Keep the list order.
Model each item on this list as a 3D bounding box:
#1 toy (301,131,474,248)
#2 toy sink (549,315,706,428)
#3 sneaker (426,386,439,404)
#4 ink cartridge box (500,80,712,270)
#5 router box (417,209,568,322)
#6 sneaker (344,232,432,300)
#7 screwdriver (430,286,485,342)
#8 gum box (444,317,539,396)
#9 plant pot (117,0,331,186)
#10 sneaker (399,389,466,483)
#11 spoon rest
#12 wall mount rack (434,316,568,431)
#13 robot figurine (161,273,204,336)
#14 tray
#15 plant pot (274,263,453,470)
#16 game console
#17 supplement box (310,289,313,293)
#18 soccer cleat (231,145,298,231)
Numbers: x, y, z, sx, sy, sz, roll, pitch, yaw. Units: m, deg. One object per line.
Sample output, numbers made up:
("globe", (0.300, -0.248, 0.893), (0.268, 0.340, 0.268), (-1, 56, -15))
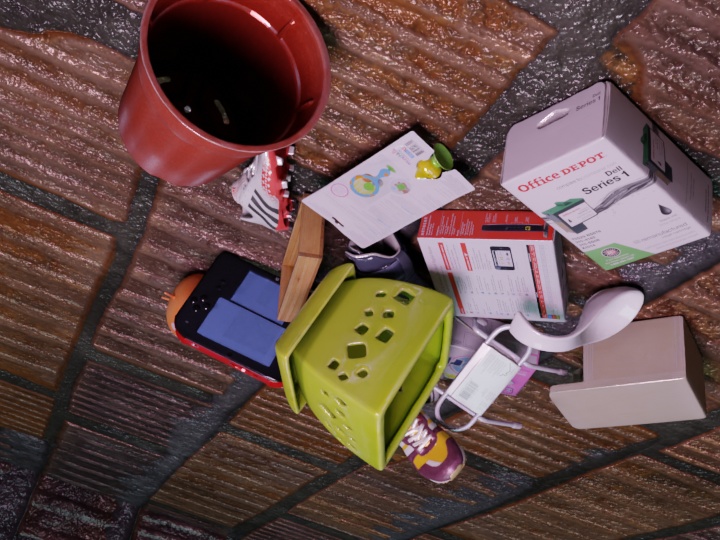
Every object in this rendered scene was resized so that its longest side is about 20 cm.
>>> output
("toy", (0.035, -0.108, 1.137), (0.115, 0.047, 0.200), (38, 139, -28))
("toy sink", (0.396, 0.152, 1.341), (0.199, 0.112, 0.130), (-12, 140, 29))
("sneaker", (0.045, 0.132, 1.396), (0.200, 0.079, 0.078), (61, 155, -5))
("ink cartridge box", (0.275, -0.100, 1.011), (0.200, 0.085, 0.146), (33, 144, -28))
("router box", (0.187, -0.004, 1.236), (0.179, 0.049, 0.200), (3, 147, 19))
("sneaker", (0.001, -0.001, 1.302), (0.202, 0.077, 0.146), (-1, 137, 42))
("screwdriver", (0.149, 0.078, 1.360), (0.200, 0.028, 0.029), (41, 141, -10))
("gum box", (0.183, 0.128, 1.434), (0.199, 0.066, 0.114), (15, 148, -1))
("plant pot", (-0.164, -0.190, 0.968), (0.200, 0.201, 0.195), (28, 155, -21))
("sneaker", (0.077, 0.239, 1.336), (0.090, 0.075, 0.200), (43, 177, -33))
("spoon rest", (0.304, 0.072, 1.230), (0.199, 0.061, 0.100), (-10, 139, -21))
("wall mount rack", (0.206, 0.163, 1.342), (0.174, 0.075, 0.200), (34, 112, -5))
("robot figurine", (-0.230, 0.076, 1.479), (0.199, 0.144, 0.117), (22, 122, -13))
("tray", (-0.085, -0.013, 1.286), (0.037, 0.099, 0.200), (7, 150, -10))
("plant pot", (0.001, 0.120, 1.226), (0.181, 0.199, 0.200), (25, 151, 18))
("game console", (-0.160, 0.071, 1.351), (0.200, 0.177, 0.031), (26, 144, 3))
("supplement box", (-0.068, 0.128, 1.475), (0.073, 0.126, 0.200), (-3, 146, 46))
("soccer cleat", (-0.129, -0.116, 1.176), (0.085, 0.069, 0.200), (8, 153, 4))
